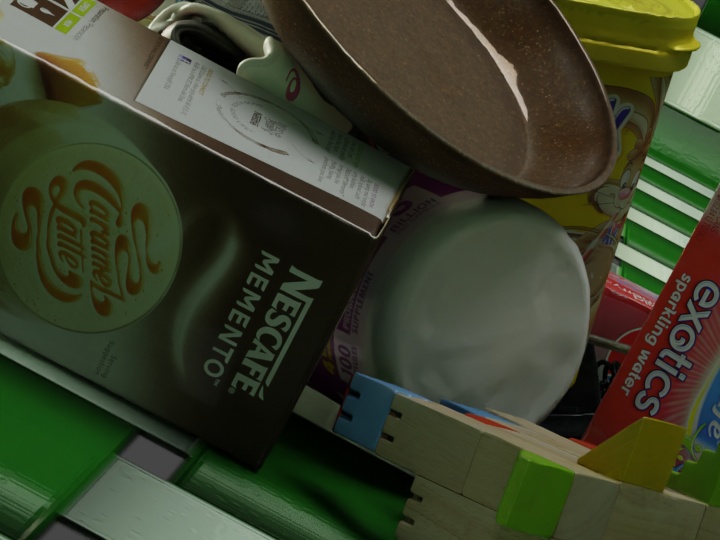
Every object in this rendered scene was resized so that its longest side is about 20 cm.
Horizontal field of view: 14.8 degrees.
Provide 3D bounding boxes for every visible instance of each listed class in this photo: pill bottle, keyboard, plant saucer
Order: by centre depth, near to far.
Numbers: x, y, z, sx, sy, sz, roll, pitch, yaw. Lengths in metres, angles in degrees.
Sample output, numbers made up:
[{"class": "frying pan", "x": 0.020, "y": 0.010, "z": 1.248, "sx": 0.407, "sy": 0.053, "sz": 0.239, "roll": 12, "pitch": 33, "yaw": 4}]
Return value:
[{"class": "plant saucer", "x": 0.022, "y": -0.100, "z": 1.143, "sx": 0.200, "sy": 0.037, "sz": 0.201, "roll": 34, "pitch": 31, "yaw": -24}, {"class": "pill bottle", "x": 0.000, "y": 0.000, "z": 1.207, "sx": 0.112, "sy": 0.113, "sz": 0.200, "roll": 20, "pitch": 3, "yaw": -38}, {"class": "keyboard", "x": 0.094, "y": 0.070, "z": 1.408, "sx": 0.104, "sy": 0.040, "sz": 0.200, "roll": 5, "pitch": 10, "yaw": 4}]

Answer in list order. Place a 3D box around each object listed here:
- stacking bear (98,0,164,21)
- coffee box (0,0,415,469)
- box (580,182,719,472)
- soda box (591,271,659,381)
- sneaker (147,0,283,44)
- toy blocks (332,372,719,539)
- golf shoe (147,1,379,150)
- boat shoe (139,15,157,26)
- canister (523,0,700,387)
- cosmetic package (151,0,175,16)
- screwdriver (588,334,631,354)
[{"class": "stacking bear", "x": -0.159, "y": -0.143, "z": 1.299, "sx": 0.121, "sy": 0.114, "sz": 0.200, "roll": 19, "pitch": -18, "yaw": -37}, {"class": "coffee box", "x": -0.096, "y": -0.028, "z": 1.074, "sx": 0.200, "sy": 0.115, "sz": 0.080, "roll": 27, "pitch": 24, "yaw": 0}, {"class": "box", "x": 0.176, "y": 0.051, "z": 1.190, "sx": 0.100, "sy": 0.200, "sz": 0.095, "roll": 33, "pitch": 10, "yaw": 28}, {"class": "soda box", "x": 0.182, "y": 0.058, "z": 1.576, "sx": 0.200, "sy": 0.064, "sz": 0.070, "roll": 27, "pitch": 10, "yaw": -10}, {"class": "sneaker", "x": -0.050, "y": -0.110, "z": 1.277, "sx": 0.200, "sy": 0.087, "sz": 0.078, "roll": -1, "pitch": 6, "yaw": 41}, {"class": "toy blocks", "x": 0.077, "y": 0.093, "z": 1.072, "sx": 0.200, "sy": 0.100, "sz": 0.137, "roll": 18, "pitch": 3, "yaw": -43}, {"class": "golf shoe", "x": -0.074, "y": -0.082, "z": 1.176, "sx": 0.200, "sy": 0.077, "sz": 0.088, "roll": 20, "pitch": -33, "yaw": 43}, {"class": "boat shoe", "x": -0.047, "y": -0.083, "z": 1.446, "sx": 0.199, "sy": 0.065, "sz": 0.071, "roll": 16, "pitch": 2, "yaw": 12}, {"class": "canister", "x": 0.064, "y": -0.050, "z": 1.324, "sx": 0.148, "sy": 0.201, "sz": 0.087, "roll": 8, "pitch": 22, "yaw": -19}, {"class": "cosmetic package", "x": -0.075, "y": -0.128, "z": 1.544, "sx": 0.199, "sy": 0.108, "sz": 0.085, "roll": 10, "pitch": 0, "yaw": 19}, {"class": "screwdriver", "x": 0.114, "y": 0.038, "z": 1.428, "sx": 0.028, "sy": 0.029, "sz": 0.200, "roll": -1, "pitch": 14, "yaw": -30}]
